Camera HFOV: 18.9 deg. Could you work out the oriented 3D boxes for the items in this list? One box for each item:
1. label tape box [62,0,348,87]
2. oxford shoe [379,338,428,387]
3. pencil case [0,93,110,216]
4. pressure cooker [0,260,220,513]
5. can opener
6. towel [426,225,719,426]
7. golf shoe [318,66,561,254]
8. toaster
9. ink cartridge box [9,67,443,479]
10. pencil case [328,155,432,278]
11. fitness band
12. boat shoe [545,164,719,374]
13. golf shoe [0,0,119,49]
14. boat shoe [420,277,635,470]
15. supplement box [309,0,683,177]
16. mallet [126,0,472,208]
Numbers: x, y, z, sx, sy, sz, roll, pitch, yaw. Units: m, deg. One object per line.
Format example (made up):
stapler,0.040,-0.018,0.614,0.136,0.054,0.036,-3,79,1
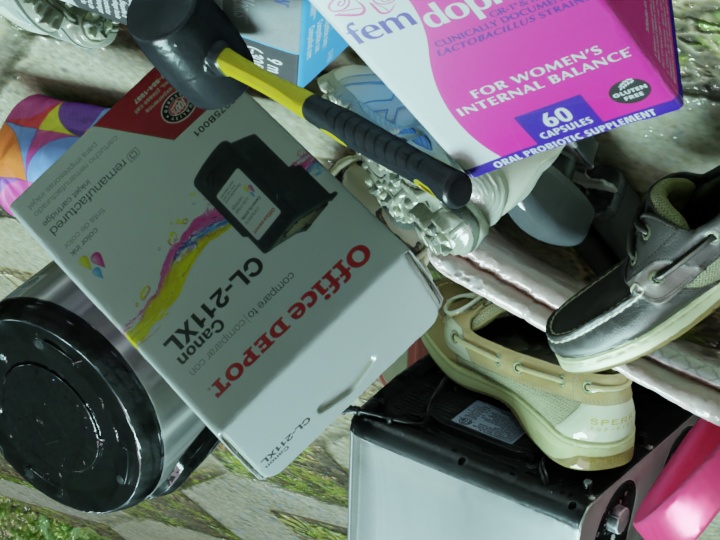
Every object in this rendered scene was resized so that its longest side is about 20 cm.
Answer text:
label tape box,-0.048,-0.148,1.018,0.198,0.064,0.144,21,163,3
oxford shoe,0.112,0.052,1.458,0.198,0.071,0.075,3,-165,27
pencil case,-0.138,-0.055,1.368,0.199,0.089,0.088,16,162,27
pressure cooker,-0.159,0.053,1.542,0.175,0.200,0.180,20,130,26
can opener,0.119,-0.024,1.182,0.053,0.067,0.200,10,159,33
towel,0.128,0.023,1.229,0.190,0.032,0.200,29,-176,3
golf shoe,0.045,-0.072,1.092,0.079,0.097,0.200,58,174,-27
toaster,0.094,0.124,1.334,0.199,0.180,0.120,20,119,28
ink cartridge box,-0.074,-0.008,1.203,0.200,0.146,0.083,44,174,27
pencil case,0.000,0.000,1.360,0.077,0.090,0.200,-17,165,-10
fitness band,0.218,0.084,1.199,0.037,0.200,0.144,44,129,3
boat shoe,0.165,-0.019,1.065,0.199,0.073,0.065,-35,109,27
golf shoe,-0.213,-0.178,1.116,0.097,0.079,0.200,10,159,49
boat shoe,0.099,0.046,1.286,0.073,0.064,0.201,-8,-151,-23
supplement box,0.040,-0.137,0.837,0.100,0.104,0.200,-17,144,24
mallet,-0.030,-0.079,0.946,0.199,0.041,0.066,29,168,45
